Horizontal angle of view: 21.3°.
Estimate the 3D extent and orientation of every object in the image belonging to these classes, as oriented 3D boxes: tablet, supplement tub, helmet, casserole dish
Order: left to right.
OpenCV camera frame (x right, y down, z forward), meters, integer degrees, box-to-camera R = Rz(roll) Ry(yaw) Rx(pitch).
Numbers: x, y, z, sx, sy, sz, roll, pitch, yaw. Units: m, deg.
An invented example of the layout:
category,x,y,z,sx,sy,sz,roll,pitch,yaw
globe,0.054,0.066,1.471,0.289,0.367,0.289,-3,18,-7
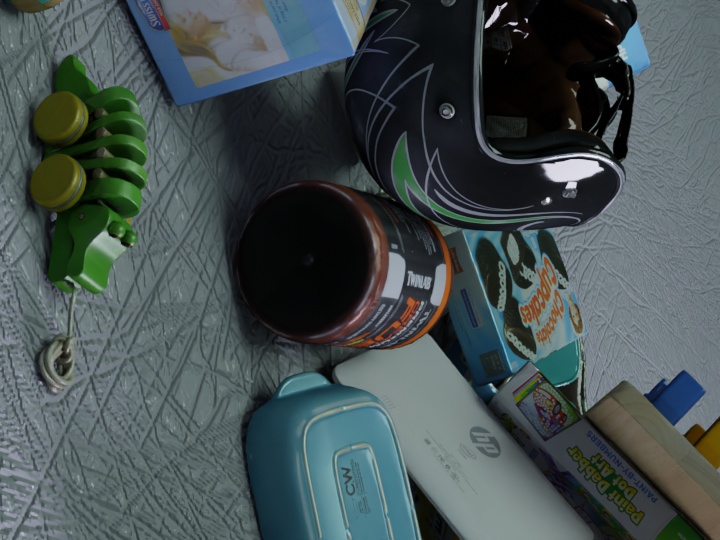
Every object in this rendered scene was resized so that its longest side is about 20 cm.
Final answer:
category,x,y,z,sx,sy,sz,roll,pitch,yaw
casserole dish,-0.008,0.162,1.222,0.120,0.039,0.202,-11,87,-47
supplement tub,0.000,0.000,1.305,0.200,0.106,0.108,9,68,-68
tablet,0.075,0.131,1.354,0.200,0.014,0.130,51,33,14
helmet,0.080,-0.122,1.278,0.200,0.189,0.202,-165,-90,-75

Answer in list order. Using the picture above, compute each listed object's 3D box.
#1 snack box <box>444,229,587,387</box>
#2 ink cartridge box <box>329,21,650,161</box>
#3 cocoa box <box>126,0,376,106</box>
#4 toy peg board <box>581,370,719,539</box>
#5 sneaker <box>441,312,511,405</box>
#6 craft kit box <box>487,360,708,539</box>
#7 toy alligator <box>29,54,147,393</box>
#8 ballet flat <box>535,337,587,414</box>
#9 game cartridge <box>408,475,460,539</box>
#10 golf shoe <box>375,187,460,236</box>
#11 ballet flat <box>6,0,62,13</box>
category,x,y,z,sx,sy,sz,roll,pitch,yaw
snack box,0.120,0.016,1.521,0.200,0.037,0.117,-19,90,-66
ink cartridge box,0.098,-0.155,1.475,0.199,0.146,0.085,-27,107,-23
cocoa box,-0.084,-0.229,1.187,0.132,0.132,0.201,-72,143,-55
toy peg board,0.263,0.152,1.422,0.199,0.098,0.200,46,-16,6
sneaker,0.100,0.070,1.577,0.200,0.072,0.072,-60,131,-63
craft kit box,0.169,0.175,1.471,0.198,0.048,0.200,48,-16,10
toy alligator,-0.140,-0.032,1.027,0.059,0.054,0.202,44,38,-55
ballet flat,0.179,0.118,1.786,0.074,0.073,0.202,27,55,-64
game cartridge,0.022,0.185,1.353,0.201,0.032,0.178,-72,143,-57
golf shoe,0.059,-0.026,1.558,0.200,0.077,0.098,-20,113,-64
ballet flat,-0.172,-0.239,1.063,0.069,0.062,0.202,28,51,-62
